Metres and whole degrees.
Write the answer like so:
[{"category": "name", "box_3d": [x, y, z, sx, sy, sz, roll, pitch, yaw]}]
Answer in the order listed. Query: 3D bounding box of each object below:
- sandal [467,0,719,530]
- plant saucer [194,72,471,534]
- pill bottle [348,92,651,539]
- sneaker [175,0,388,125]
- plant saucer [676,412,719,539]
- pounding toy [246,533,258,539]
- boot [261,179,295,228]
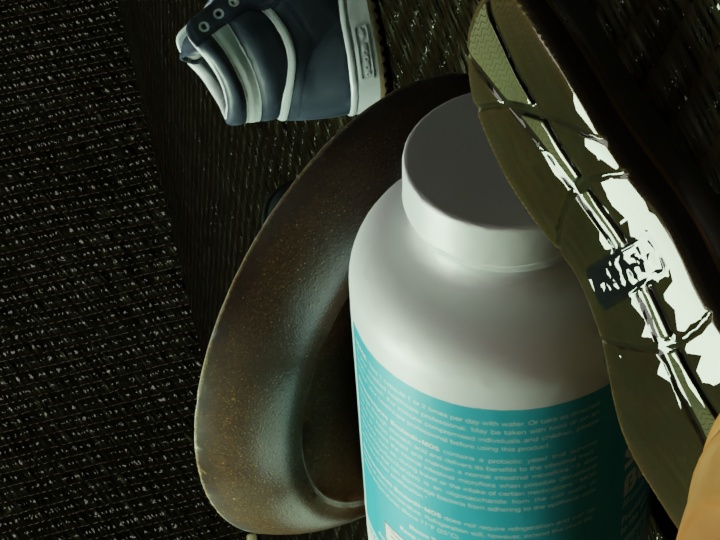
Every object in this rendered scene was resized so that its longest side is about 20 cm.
[{"category": "sandal", "box_3d": [0.096, 0.005, 0.596, 0.201, 0.054, 0.082, 61, 156, 2]}, {"category": "plant saucer", "box_3d": [0.015, 0.021, 0.840, 0.032, 0.200, 0.201, 30, 145, 29]}, {"category": "pill bottle", "box_3d": [0.052, 0.034, 0.765, 0.201, 0.110, 0.111, 86, 168, -45]}, {"category": "sneaker", "box_3d": [-0.057, -0.177, 1.181, 0.070, 0.107, 0.202, 165, 93, -81]}, {"category": "plant saucer", "box_3d": [0.129, 0.120, 0.505, 0.201, 0.037, 0.201, 90, 154, -52]}, {"category": "pounding toy", "box_3d": [-0.150, 0.482, 2.745, 0.200, 0.141, 0.185, -113, -1, -62]}, {"category": "boot", "box_3d": [-0.001, 0.000, 1.194, 0.163, 0.073, 0.199, 90, 158, -63]}]
